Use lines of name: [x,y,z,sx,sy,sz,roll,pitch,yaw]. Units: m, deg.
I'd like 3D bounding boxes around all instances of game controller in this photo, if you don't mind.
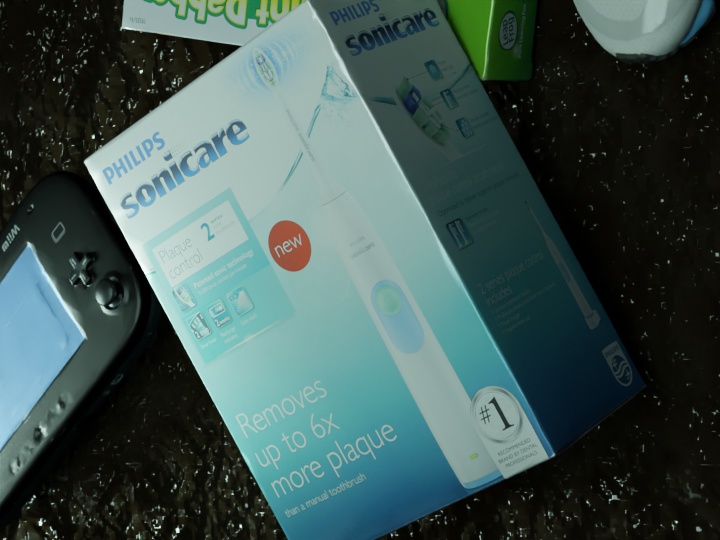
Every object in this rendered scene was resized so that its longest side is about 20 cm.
game controller: [-0.173,0.047,1.015,0.104,0.042,0.200,50,117,20]

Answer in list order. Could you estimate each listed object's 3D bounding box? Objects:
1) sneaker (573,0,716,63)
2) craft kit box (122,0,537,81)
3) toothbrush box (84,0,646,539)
sneaker: [0.096,-0.181,0.794,0.074,0.086,0.202,-2,94,32]
craft kit box: [-0.009,-0.192,0.889,0.199,0.048,0.199,11,103,32]
toothbrush box: [0.000,0.000,0.846,0.146,0.085,0.201,-29,88,38]
